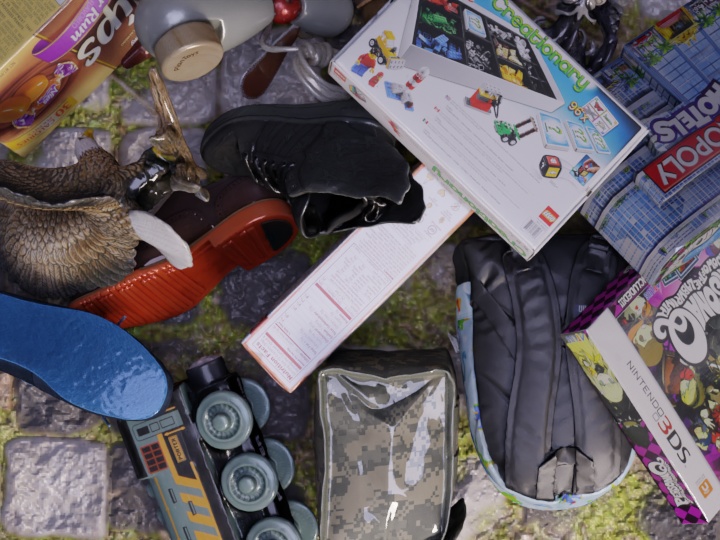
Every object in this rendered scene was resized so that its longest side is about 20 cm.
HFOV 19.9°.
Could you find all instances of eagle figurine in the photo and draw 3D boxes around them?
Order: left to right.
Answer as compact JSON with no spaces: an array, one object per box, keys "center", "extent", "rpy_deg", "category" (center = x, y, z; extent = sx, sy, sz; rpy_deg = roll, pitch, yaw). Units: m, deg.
[{"center":[-0.217,-0.056,1.547],"extent":[0.199,0.151,0.153],"rpy_deg":[-20,100,1],"category":"eagle figurine"}]

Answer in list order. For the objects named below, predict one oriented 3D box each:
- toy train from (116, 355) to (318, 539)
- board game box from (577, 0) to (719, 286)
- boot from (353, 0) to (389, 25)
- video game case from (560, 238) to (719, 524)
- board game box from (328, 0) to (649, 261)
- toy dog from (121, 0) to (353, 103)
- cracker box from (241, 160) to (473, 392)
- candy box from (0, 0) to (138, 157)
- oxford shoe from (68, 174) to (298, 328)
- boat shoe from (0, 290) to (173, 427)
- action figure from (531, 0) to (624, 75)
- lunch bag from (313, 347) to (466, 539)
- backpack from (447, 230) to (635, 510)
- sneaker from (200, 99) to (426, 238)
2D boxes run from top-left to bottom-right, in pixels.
[{"center":[-0.110,0.170,1.605],"extent":[0.113,0.085,0.201],"rpy_deg":[-20,94,14],"category":"toy train"},{"center":[0.259,-0.087,1.524],"extent":[0.200,0.062,0.200],"rpy_deg":[-34,68,-24],"category":"board game box"},{"center":[0.079,-0.211,1.545],"extent":[0.073,0.199,0.076],"rpy_deg":[-18,88,-43],"category":"boot"},{"center":[0.261,0.058,1.548],"extent":[0.200,0.036,0.182],"rpy_deg":[-42,107,-31],"category":"video game case"},{"center":[0.091,-0.121,1.467],"extent":[0.200,0.035,0.126],"rpy_deg":[44,78,4],"category":"board game box"},{"center":[-0.104,-0.180,1.560],"extent":[0.199,0.096,0.133],"rpy_deg":[17,54,-31],"category":"toy dog"},{"center":[0.000,0.000,1.566],"extent":[0.200,0.134,0.058],"rpy_deg":[-44,92,3],"category":"cracker box"},{"center":[-0.225,-0.188,1.565],"extent":[0.200,0.117,0.057],"rpy_deg":[-42,67,2],"category":"candy box"},{"center":[-0.144,-0.018,1.612],"extent":[0.199,0.071,0.073],"rpy_deg":[-26,58,9],"category":"oxford shoe"},{"center":[-0.229,0.058,1.584],"extent":[0.199,0.069,0.084],"rpy_deg":[27,83,15],"category":"boat shoe"},{"center":[0.155,-0.207,1.571],"extent":[0.118,0.102,0.201],"rpy_deg":[17,116,-18],"category":"action figure"},{"center":[0.022,0.165,1.557],"extent":[0.117,0.164,0.201],"rpy_deg":[1,93,3],"category":"lunch bag"},{"center":[0.150,0.084,1.573],"extent":[0.162,0.154,0.201],"rpy_deg":[-3,70,-5],"category":"backpack"},{"center":[-0.041,-0.071,1.513],"extent":[0.199,0.060,0.105],"rpy_deg":[-6,51,26],"category":"sneaker"}]
